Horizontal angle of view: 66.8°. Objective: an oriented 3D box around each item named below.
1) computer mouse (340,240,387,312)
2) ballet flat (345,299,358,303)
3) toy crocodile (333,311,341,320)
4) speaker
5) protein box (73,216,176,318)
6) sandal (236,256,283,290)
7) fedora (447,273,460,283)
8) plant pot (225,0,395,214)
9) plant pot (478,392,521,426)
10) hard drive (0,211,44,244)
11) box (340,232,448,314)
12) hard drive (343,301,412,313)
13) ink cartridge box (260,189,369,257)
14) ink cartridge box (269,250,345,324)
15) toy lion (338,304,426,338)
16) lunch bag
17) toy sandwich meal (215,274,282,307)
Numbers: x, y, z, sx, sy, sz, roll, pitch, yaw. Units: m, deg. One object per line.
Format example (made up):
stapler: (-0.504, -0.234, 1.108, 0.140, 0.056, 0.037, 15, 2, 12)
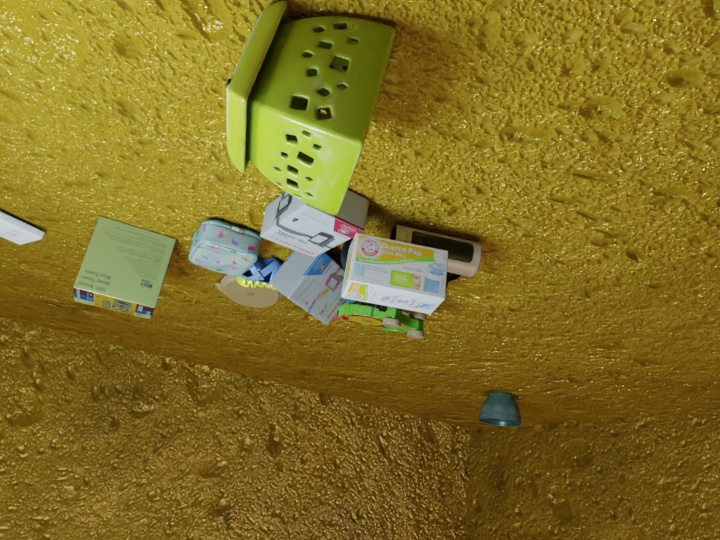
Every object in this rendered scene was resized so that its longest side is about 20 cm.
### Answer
computer mouse: (0.000, 0.000, 1.260, 0.046, 0.200, 0.140, -26, 157, -15)
ballet flat: (0.022, 0.005, 1.374, 0.068, 0.072, 0.200, 39, 129, 12)
toy crocodile: (-0.076, 0.134, 1.744, 0.067, 0.062, 0.200, 28, 151, -37)
speaker: (0.162, -0.044, 1.218, 0.200, 0.081, 0.081, 12, 157, -7)
protein box: (-0.621, -0.002, 1.444, 0.198, 0.200, 0.135, 17, 155, -20)
sandal: (-0.237, 0.005, 1.490, 0.200, 0.080, 0.087, 3, 126, -11)
fedora: (0.154, 0.018, 1.346, 0.200, 0.092, 0.201, 7, 157, 3)
plant pot: (-0.077, -0.223, 0.747, 0.181, 0.199, 0.200, 18, 157, -6)
plant pot: (0.672, 0.663, 2.622, 0.200, 0.134, 0.200, 8, 157, 3)
hard drive: (-0.991, -0.131, 1.481, 0.132, 0.026, 0.200, -7, 152, 33)
box: (0.069, 0.008, 1.131, 0.200, 0.113, 0.101, 10, 156, -7)
hard drive: (0.049, 0.094, 1.473, 0.200, 0.026, 0.132, -14, 150, 38)
ink cartridge box: (-0.100, -0.110, 1.152, 0.145, 0.084, 0.200, 22, 153, -30)
ink cartridge box: (-0.112, 0.032, 1.390, 0.085, 0.145, 0.200, 34, 175, 35)
toy lion: (0.050, 0.128, 1.441, 0.191, 0.069, 0.200, -4, 159, 36)
lunch bag: (-0.346, -0.057, 1.376, 0.160, 0.077, 0.200, 20, 155, -22)
toy sandwich meal: (-0.324, 0.043, 1.624, 0.205, 0.070, 0.205, 4, 146, 2)
